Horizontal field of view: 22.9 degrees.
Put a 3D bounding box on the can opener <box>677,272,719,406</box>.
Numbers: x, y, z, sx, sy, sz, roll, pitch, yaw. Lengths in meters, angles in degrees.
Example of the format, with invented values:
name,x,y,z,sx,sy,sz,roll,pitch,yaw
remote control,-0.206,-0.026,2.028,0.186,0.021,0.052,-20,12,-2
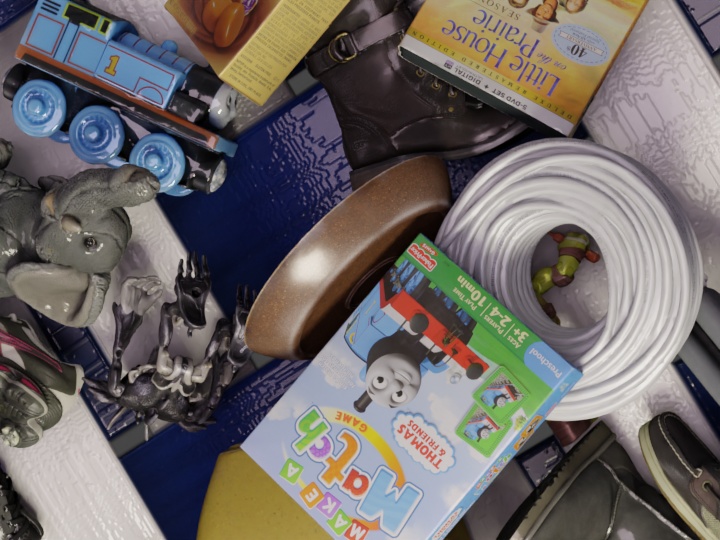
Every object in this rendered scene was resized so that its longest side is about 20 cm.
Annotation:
name,x,y,z,sx,sy,sz,roll,pitch,yaw
can opener,0.251,0.039,1.276,0.053,0.066,0.200,-54,45,25

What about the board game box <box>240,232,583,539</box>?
name,x,y,z,sx,sy,sz,roll,pitch,yaw
board game box,0.034,0.099,1.243,0.151,0.037,0.200,41,94,21

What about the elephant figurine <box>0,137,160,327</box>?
name,x,y,z,sx,sy,sz,roll,pitch,yaw
elephant figurine,-0.238,-0.025,1.389,0.198,0.155,0.143,9,97,11

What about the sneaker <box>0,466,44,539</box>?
name,x,y,z,sx,sy,sz,roll,pitch,yaw
sneaker,-0.309,0.196,1.475,0.099,0.070,0.202,10,100,4

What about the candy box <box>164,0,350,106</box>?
name,x,y,z,sx,sy,sz,roll,pitch,yaw
candy box,-0.051,-0.239,1.344,0.200,0.056,0.117,-48,45,10

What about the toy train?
name,x,y,z,sx,sy,sz,roll,pitch,yaw
toy train,-0.185,-0.136,1.402,0.199,0.087,0.115,25,94,10

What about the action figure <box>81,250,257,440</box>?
name,x,y,z,sx,sy,sz,roll,pitch,yaw
action figure,-0.141,0.062,1.401,0.118,0.103,0.200,25,144,-17

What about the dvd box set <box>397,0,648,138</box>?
name,x,y,z,sx,sy,sz,roll,pitch,yaw
dvd box set,0.138,-0.212,1.313,0.146,0.029,0.201,30,81,9

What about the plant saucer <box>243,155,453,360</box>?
name,x,y,z,sx,sy,sz,roll,pitch,yaw
plant saucer,0.000,0.000,1.309,0.200,0.200,0.035,-47,73,13

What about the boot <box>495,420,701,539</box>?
name,x,y,z,sx,sy,sz,roll,pitch,yaw
boot,0.211,0.220,1.307,0.200,0.182,0.073,47,138,6

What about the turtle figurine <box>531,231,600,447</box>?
name,x,y,z,sx,sy,sz,roll,pitch,yaw
turtle figurine,0.140,0.042,1.351,0.200,0.064,0.161,-42,85,13

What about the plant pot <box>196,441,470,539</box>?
name,x,y,z,sx,sy,sz,roll,pitch,yaw
plant pot,-0.020,0.218,1.346,0.193,0.195,0.202,-15,85,14

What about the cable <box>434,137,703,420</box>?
name,x,y,z,sx,sy,sz,roll,pitch,yaw
cable,0.146,0.007,1.269,0.200,0.069,0.201,36,108,23

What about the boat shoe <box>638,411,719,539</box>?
name,x,y,z,sx,sy,sz,roll,pitch,yaw
boat shoe,0.278,0.174,1.294,0.066,0.071,0.201,-51,49,26

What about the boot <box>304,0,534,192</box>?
name,x,y,z,sx,sy,sz,roll,pitch,yaw
boot,0.042,-0.162,1.354,0.199,0.069,0.175,-19,89,14

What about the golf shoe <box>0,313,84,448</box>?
name,x,y,z,sx,sy,sz,roll,pitch,yaw
golf shoe,-0.318,0.064,1.433,0.199,0.088,0.077,35,127,10
